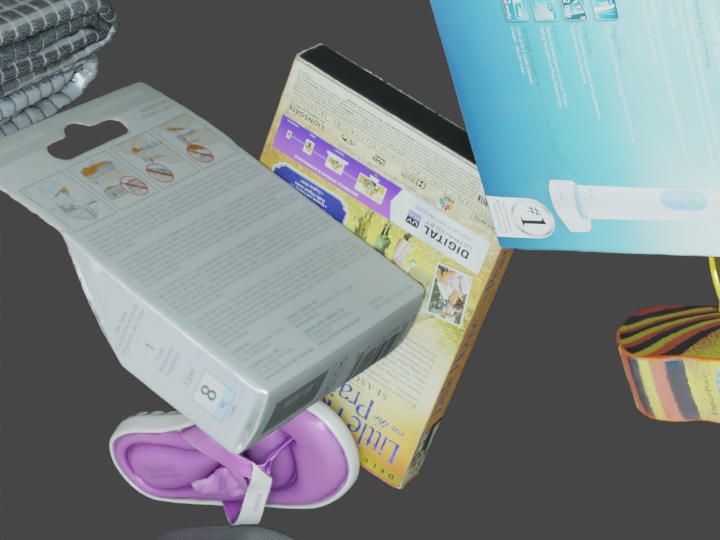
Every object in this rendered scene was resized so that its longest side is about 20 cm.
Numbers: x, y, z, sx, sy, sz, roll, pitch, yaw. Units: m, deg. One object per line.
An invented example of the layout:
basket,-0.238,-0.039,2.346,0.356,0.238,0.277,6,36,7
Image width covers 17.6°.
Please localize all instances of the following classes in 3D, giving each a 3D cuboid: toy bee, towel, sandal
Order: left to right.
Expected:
towel,-0.246,-0.139,1.236,0.165,0.200,0.086,38,125,13
sandal,-0.075,0.114,1.305,0.202,0.050,0.083,-14,119,50
toy bee,0.195,0.041,1.078,0.200,0.109,0.131,-32,95,41

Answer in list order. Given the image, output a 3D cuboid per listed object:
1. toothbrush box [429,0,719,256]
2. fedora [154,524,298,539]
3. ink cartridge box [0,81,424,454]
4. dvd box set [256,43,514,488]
toothbrush box,0.148,-0.087,1.053,0.200,0.085,0.147,2,125,34
fedora,-0.074,0.205,1.329,0.199,0.090,0.177,16,131,14
ink cartridge box,-0.087,-0.007,1.172,0.200,0.160,0.047,36,123,16
dvd box set,0.000,0.000,1.239,0.146,0.029,0.200,32,123,18
